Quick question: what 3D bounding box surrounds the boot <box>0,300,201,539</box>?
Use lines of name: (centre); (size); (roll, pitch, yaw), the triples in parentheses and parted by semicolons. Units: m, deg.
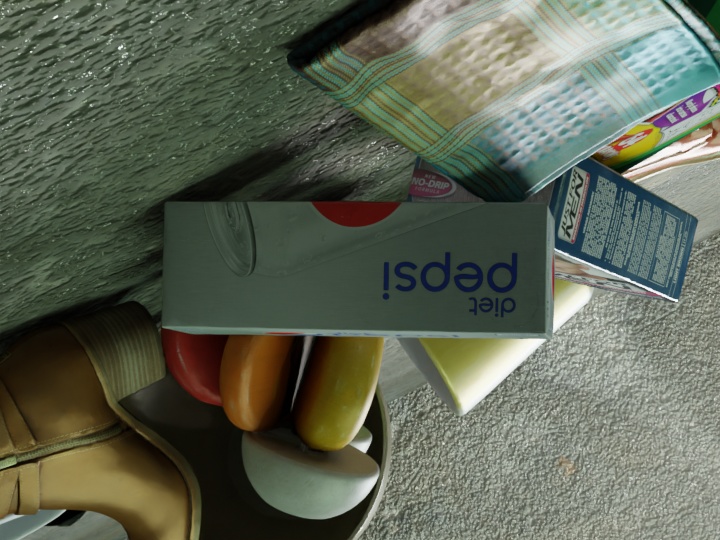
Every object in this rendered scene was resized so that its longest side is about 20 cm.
boot: (-0.183, 0.130, 0.957); (0.155, 0.201, 0.077); (-25, -145, -32)

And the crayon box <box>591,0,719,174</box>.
crayon box: (0.194, -0.129, 0.881); (0.172, 0.058, 0.200); (-30, 169, 15)

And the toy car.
toy car: (-0.048, 0.041, 0.943); (0.149, 0.176, 0.200); (15, -173, -4)

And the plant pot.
plant pot: (-0.065, 0.127, 1.108); (0.200, 0.201, 0.134); (-27, 165, 6)

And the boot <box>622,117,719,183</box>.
boot: (0.203, -0.105, 1.039); (0.200, 0.075, 0.107); (-27, 166, 14)

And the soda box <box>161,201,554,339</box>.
soda box: (0.000, 0.000, 0.808); (0.199, 0.069, 0.063); (1, 175, 10)

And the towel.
towel: (0.077, -0.093, 0.712); (0.146, 0.022, 0.200); (-30, 153, 21)

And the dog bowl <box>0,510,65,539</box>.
dog bowl: (-0.324, 0.182, 1.172); (0.200, 0.079, 0.200); (-25, 171, -4)

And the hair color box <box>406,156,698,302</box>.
hair color box: (0.121, -0.032, 0.954); (0.100, 0.061, 0.200); (12, 176, 34)

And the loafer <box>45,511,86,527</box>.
loafer: (-0.287, 0.207, 1.448); (0.073, 0.072, 0.200); (-26, 171, -1)

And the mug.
mug: (0.099, 0.010, 1.151); (0.153, 0.150, 0.187); (-33, -158, -5)
